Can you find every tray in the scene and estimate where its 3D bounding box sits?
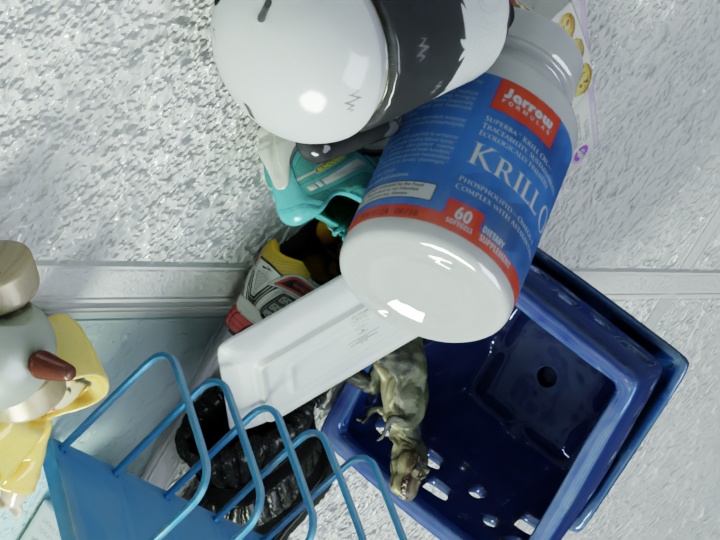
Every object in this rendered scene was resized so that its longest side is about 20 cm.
[{"bbox_3d":[-0.002,0.037,1.517,0.200,0.022,0.108,-30,148,-17],"label":"tray"}]

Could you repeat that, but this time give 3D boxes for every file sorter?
[{"bbox_3d":[-0.081,0.159,1.468,0.200,0.139,0.123,30,114,-38],"label":"file sorter"}]

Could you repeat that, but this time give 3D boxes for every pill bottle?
[{"bbox_3d":[0.070,-0.065,1.425,0.112,0.112,0.200,84,24,-55],"label":"pill bottle"}]

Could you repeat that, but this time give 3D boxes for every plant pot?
[{"bbox_3d":[0.121,0.094,1.756,0.200,0.200,0.180,-60,159,19],"label":"plant pot"}]

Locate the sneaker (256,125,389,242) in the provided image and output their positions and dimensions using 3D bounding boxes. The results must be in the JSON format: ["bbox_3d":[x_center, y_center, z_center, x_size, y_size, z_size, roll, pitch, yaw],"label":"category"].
[{"bbox_3d":[0.001,-0.050,1.481,0.077,0.080,0.200,-18,165,33],"label":"sneaker"}]

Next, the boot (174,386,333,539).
[{"bbox_3d":[-0.101,0.168,1.617,0.211,0.079,0.158,-55,162,-15],"label":"boot"}]

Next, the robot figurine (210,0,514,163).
[{"bbox_3d":[0.004,-0.150,1.334,0.200,0.151,0.125,-28,-172,-39],"label":"robot figurine"}]

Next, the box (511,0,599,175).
[{"bbox_3d":[0.140,-0.142,1.649,0.041,0.039,0.200,-41,152,-15],"label":"box"}]

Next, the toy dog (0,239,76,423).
[{"bbox_3d":[-0.233,0.073,1.253,0.200,0.096,0.132,-48,128,-13],"label":"toy dog"}]

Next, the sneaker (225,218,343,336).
[{"bbox_3d":[0.000,0.000,1.567,0.200,0.078,0.082,-20,139,-47],"label":"sneaker"}]

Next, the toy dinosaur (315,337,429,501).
[{"bbox_3d":[0.015,0.064,1.671,0.088,0.047,0.201,3,98,-14],"label":"toy dinosaur"}]

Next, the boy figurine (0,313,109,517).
[{"bbox_3d":[-0.226,0.115,1.376,0.200,0.064,0.124,-47,148,-2],"label":"boy figurine"}]

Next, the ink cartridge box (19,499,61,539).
[{"bbox_3d":[-0.193,0.275,1.536,0.200,0.147,0.083,-58,152,12],"label":"ink cartridge box"}]
